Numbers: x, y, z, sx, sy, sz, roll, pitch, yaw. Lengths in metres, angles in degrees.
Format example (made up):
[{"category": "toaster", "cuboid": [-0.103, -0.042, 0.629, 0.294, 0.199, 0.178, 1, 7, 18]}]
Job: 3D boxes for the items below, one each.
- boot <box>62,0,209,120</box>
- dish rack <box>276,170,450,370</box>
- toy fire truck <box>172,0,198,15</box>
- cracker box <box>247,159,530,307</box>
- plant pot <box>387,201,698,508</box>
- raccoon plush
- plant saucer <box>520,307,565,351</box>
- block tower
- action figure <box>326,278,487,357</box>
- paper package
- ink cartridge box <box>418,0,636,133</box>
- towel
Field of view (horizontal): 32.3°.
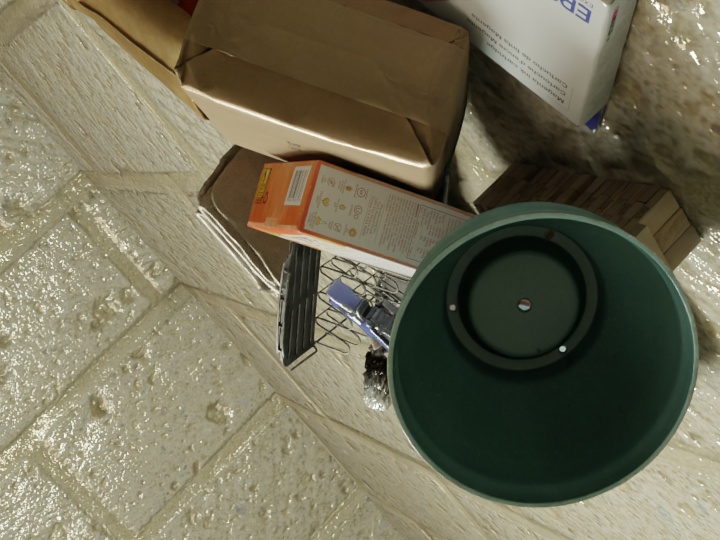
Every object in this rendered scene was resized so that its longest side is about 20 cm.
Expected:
[{"category": "boot", "cuboid": [-0.196, -0.239, 1.052, 0.200, 0.066, 0.176, 41, 166, 25]}, {"category": "dish rack", "cuboid": [0.000, 0.000, 1.098, 0.054, 0.200, 0.155, 24, 128, 27]}, {"category": "toy fire truck", "cuboid": [-0.152, -0.283, 1.099, 0.176, 0.129, 0.200, 46, 176, -1]}, {"category": "cracker box", "cuboid": [0.026, -0.029, 0.964, 0.198, 0.058, 0.134, 19, 177, -22]}, {"category": "plant pot", "cuboid": [0.116, 0.040, 0.852, 0.201, 0.200, 0.134, 49, -168, -13]}, {"category": "raccoon plush", "cuboid": [0.055, 0.055, 1.289, 0.095, 0.203, 0.134, 6, 180, 2]}, {"category": "plant saucer", "cuboid": [0.191, 0.056, 1.049, 0.199, 0.027, 0.202, 27, 133, 33]}, {"category": "block tower", "cuboid": [0.169, -0.036, 0.940, 0.054, 0.058, 0.200, 52, 167, -26]}, {"category": "action figure", "cuboid": [0.068, 0.047, 1.026, 0.199, 0.105, 0.193, 38, 167, -8]}, {"category": "paper package", "cuboid": [-0.017, -0.131, 0.907, 0.189, 0.105, 0.200, 19, 176, 4]}, {"category": "ink cartridge box", "cuboid": [0.083, -0.183, 0.808, 0.196, 0.043, 0.200, 41, 164, 17]}, {"category": "towel", "cuboid": [-0.069, -0.083, 1.217, 0.034, 0.201, 0.133, -12, 123, 51]}]
